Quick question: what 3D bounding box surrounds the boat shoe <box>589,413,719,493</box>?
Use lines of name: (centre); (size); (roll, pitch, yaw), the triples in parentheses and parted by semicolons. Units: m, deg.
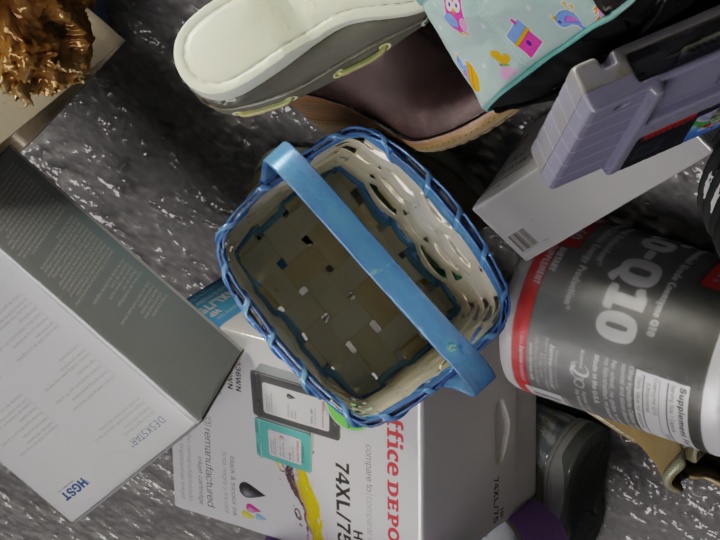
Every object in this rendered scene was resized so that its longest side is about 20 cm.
boat shoe: (0.206, 0.103, 1.840); (0.199, 0.076, 0.072); (20, 146, 25)

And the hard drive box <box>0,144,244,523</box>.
hard drive box: (-0.201, 0.044, 1.860); (0.200, 0.077, 0.156); (43, 132, -11)

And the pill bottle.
pill bottle: (0.192, 0.043, 1.738); (0.199, 0.114, 0.114); (18, 145, 27)

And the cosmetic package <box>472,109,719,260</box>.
cosmetic package: (0.145, -0.077, 1.653); (0.051, 0.083, 0.200); (44, 148, -9)

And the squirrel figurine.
squirrel figurine: (-0.184, -0.192, 1.705); (0.141, 0.200, 0.187); (33, 141, -5)

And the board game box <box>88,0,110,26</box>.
board game box: (-0.238, -0.229, 1.867); (0.135, 0.035, 0.200); (20, 146, 24)

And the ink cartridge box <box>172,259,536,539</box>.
ink cartridge box: (-0.003, 0.088, 1.918); (0.199, 0.146, 0.148); (14, 117, 31)

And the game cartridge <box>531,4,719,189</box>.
game cartridge: (0.186, -0.104, 1.456); (0.039, 0.199, 0.130); (63, 168, 16)

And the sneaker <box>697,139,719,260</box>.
sneaker: (0.250, -0.070, 1.524); (0.071, 0.200, 0.099); (31, -161, -42)

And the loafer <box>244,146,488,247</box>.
loafer: (0.000, -0.034, 1.862); (0.199, 0.070, 0.075); (0, 134, 45)

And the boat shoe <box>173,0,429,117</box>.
boat shoe: (-0.007, -0.149, 1.639); (0.072, 0.201, 0.060); (64, -178, 21)

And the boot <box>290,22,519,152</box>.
boot: (0.000, -0.150, 1.705); (0.199, 0.072, 0.167); (-5, 129, 46)

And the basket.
basket: (0.000, 0.000, 1.702); (0.177, 0.139, 0.200); (50, 177, -5)

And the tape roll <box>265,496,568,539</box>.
tape roll: (0.037, 0.206, 1.913); (0.199, 0.200, 0.066); (14, 118, 32)

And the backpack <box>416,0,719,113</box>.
backpack: (0.115, -0.173, 1.466); (0.154, 0.176, 0.200); (51, 149, 7)

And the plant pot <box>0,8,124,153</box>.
plant pot: (-0.304, -0.124, 1.871); (0.177, 0.200, 0.200); (49, 148, -3)

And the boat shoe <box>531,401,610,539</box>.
boat shoe: (0.123, 0.165, 2.015); (0.065, 0.074, 0.202); (30, 145, 21)
